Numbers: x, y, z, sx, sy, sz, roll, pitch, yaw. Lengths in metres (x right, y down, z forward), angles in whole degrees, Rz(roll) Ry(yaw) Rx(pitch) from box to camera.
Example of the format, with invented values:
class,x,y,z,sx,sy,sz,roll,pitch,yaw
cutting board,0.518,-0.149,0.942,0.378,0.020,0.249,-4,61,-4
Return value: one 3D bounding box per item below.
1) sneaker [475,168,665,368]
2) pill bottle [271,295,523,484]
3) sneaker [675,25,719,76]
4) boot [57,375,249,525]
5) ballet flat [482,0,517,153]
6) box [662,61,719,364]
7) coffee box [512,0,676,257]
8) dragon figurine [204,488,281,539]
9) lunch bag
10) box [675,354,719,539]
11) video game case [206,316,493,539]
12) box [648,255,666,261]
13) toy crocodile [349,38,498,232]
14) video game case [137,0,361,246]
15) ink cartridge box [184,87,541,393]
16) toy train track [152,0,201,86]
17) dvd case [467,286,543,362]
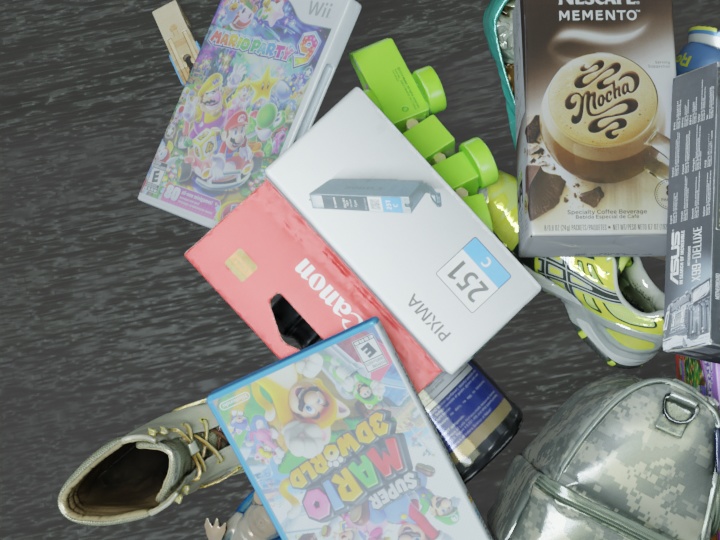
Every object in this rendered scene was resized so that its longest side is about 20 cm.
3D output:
class,x,y,z,sx,sy,sz,roll,pitch,yaw
sneaker,0.174,-0.014,1.027,0.200,0.076,0.075,42,48,-1
pill bottle,0.024,0.080,1.020,0.112,0.112,0.200,-43,85,-1
sneaker,0.331,-0.113,1.044,0.200,0.074,0.082,35,90,11
boot,-0.125,0.136,0.998,0.200,0.155,0.072,-24,86,1
ballet flat,0.149,-0.138,1.050,0.067,0.070,0.200,-20,86,0
box,0.290,-0.030,0.915,0.158,0.050,0.200,10,77,-28
coffee box,0.173,-0.115,0.965,0.113,0.080,0.200,-1,78,1
dragon figurine,-0.075,0.201,1.037,0.200,0.099,0.059,-45,79,13
lunch bag,0.191,0.157,0.965,0.139,0.200,0.168,25,89,3
box,0.278,0.124,0.995,0.039,0.137,0.200,-4,86,1
video game case,-0.006,0.150,0.947,0.143,0.018,0.200,-25,98,15
box,0.331,-0.029,1.026,0.200,0.095,0.078,14,87,4
toy crocodile,0.049,-0.099,1.016,0.067,0.062,0.200,-27,68,-9
video game case,-0.090,-0.129,1.017,0.143,0.018,0.200,21,87,42
ink cartridge box,0.000,0.000,0.942,0.176,0.045,0.200,-43,90,-3
toy train track,-0.120,-0.131,1.082,0.115,0.033,0.200,-26,80,7
dvd case,0.052,-0.035,1.027,0.200,0.022,0.146,49,47,3
